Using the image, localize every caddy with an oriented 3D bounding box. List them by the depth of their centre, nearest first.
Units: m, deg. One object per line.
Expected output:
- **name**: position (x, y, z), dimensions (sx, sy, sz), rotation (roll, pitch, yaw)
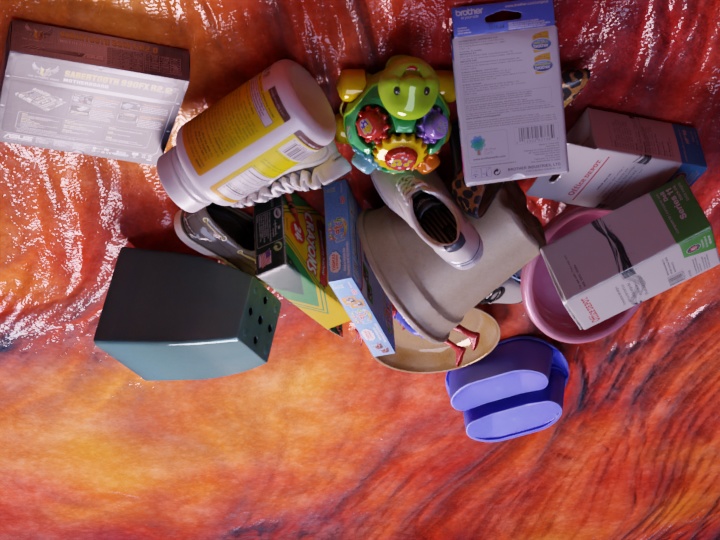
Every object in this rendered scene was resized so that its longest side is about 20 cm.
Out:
- **caddy**: position (0.230, 0.181, 2.094), dimensions (0.199, 0.105, 0.142), rotation (-17, 122, 18)

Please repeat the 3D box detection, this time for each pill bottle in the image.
- **pill bottle**: position (-0.134, -0.147, 1.524), dimensions (0.199, 0.110, 0.109), rotation (-30, 140, 21)

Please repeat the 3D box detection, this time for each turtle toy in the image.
- **turtle toy**: position (0.045, -0.178, 1.528), dimensions (0.145, 0.102, 0.200), rotation (-1, 146, -6)

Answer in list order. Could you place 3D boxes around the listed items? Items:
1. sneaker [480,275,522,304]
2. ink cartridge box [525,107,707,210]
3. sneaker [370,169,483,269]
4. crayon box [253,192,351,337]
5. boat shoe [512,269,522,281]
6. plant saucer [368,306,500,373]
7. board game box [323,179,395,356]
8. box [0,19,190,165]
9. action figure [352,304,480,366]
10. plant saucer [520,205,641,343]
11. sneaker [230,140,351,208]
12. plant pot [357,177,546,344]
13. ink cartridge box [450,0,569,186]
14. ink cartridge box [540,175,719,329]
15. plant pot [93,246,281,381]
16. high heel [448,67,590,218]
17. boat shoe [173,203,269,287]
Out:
- **sneaker**: position (0.149, 0.027, 1.873), dimensions (0.199, 0.080, 0.074), rotation (8, 143, -22)
- **ink cartridge box**: position (0.312, -0.135, 1.657), dimensions (0.199, 0.068, 0.116), rotation (8, 145, -20)
- **sneaker**: position (0.076, -0.087, 1.598), dimensions (0.073, 0.200, 0.071), rotation (-43, 149, -1)
- **crayon box**: position (-0.063, -0.010, 1.746), dimensions (0.051, 0.128, 0.200), rotation (-22, 144, 24)
- **boat shoe**: position (0.279, 0.009, 1.868), dimensions (0.199, 0.069, 0.084), rotation (18, 140, -30)
- **plant saucer**: position (0.109, 0.091, 2.000), dimensions (0.199, 0.036, 0.201), rotation (-3, 146, -2)
- **board game box**: position (0.000, 0.000, 1.745), dimensions (0.036, 0.152, 0.200), rotation (-13, 145, 13)
- **box**: position (-0.306, -0.196, 1.502), dimensions (0.199, 0.049, 0.159), rotation (7, 144, -18)
- **action figure**: position (0.065, 0.083, 1.880), dimensions (0.200, 0.065, 0.099), rotation (32, 135, 20)
- **plant saucer**: position (0.301, -0.002, 1.801), dimensions (0.199, 0.051, 0.202), rotation (-8, 113, -19)
- **sneaker**: position (-0.102, -0.130, 1.621), dimensions (0.199, 0.075, 0.081), rotation (-13, 105, 37)
- **plant pot**: position (0.127, -0.038, 1.692), dimensions (0.183, 0.201, 0.200), rotation (-32, 139, 19)
- **ink cartridge box**: position (0.166, -0.202, 1.496), dimensions (0.119, 0.042, 0.201), rotation (-7, 107, 2)
- **ink cartridge box**: position (0.339, -0.018, 1.670), dimensions (0.199, 0.083, 0.147), rotation (-27, 156, 9)
- **plant pot**: position (-0.218, 0.063, 1.759), dimensions (0.199, 0.142, 0.141), rotation (2, 156, 26)
- **high heel**: position (0.192, -0.147, 1.556), dimensions (0.199, 0.143, 0.071), rotation (-26, 142, 29)
- **boat shoe**: position (-0.146, -0.036, 1.743), dimensions (0.201, 0.072, 0.060), rotation (26, 141, -33)
